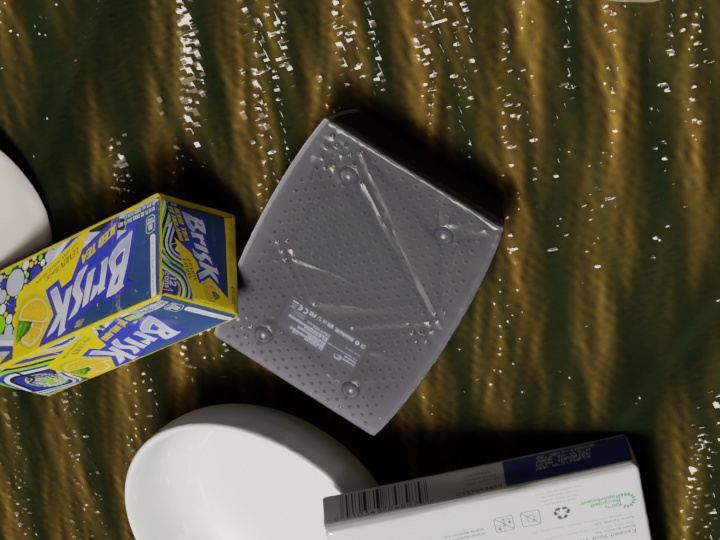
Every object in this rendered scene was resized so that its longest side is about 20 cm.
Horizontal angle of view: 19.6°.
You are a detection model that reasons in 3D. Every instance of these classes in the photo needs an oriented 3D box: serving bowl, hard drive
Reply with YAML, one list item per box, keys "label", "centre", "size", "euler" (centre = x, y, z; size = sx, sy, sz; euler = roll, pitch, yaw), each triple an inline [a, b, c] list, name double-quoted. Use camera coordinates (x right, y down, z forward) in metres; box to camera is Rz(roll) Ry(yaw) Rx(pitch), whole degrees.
- label: "serving bowl"
  centre: [-0.056, 0.163, 1.384]
  size: [0.199, 0.066, 0.201]
  euler: [16, 131, 19]
- label: "hard drive"
  centre: [0.000, 0.000, 1.248]
  size: [0.134, 0.042, 0.200]
  euler: [31, 133, 2]

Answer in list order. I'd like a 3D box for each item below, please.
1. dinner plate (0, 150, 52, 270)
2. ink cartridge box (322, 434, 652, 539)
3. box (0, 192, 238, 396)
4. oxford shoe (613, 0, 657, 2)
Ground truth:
- label: "dinner plate"
  centre: [-0.301, -0.027, 1.363]
  size: [0.198, 0.024, 0.201]
  euler: [5, 134, 6]
- label: "ink cartridge box"
  centre: [0.091, 0.210, 1.310]
  size: [0.198, 0.041, 0.201]
  euler: [-12, 119, 3]
- label: "box"
  centre: [-0.163, 0.018, 1.306]
  size: [0.064, 0.071, 0.199]
  euler: [15, 153, -41]
- label: "oxford shoe"
  centre: [0.107, -0.214, 1.013]
  size: [0.074, 0.071, 0.201]
  euler: [-7, 120, 38]
